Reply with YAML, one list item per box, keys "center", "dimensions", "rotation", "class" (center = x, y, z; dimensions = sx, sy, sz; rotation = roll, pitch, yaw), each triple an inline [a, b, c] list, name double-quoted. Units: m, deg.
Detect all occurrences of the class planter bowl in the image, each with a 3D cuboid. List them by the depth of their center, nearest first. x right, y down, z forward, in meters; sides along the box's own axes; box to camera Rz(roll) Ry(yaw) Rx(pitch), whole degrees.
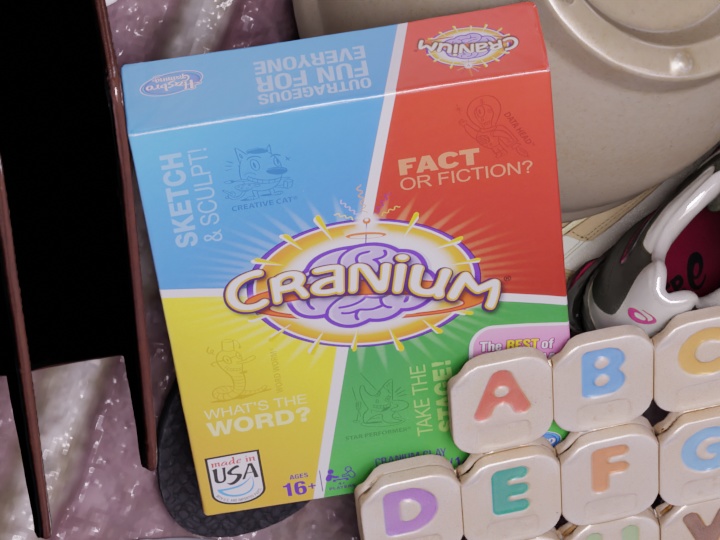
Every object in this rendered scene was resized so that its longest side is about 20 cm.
- center: [0.088, -0.123, 1.150]
  dimensions: [0.200, 0.135, 0.201]
  rotation: [2, 85, -21]
  class: "planter bowl"

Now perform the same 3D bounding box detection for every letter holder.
- center: [-0.125, 0.011, 1.062]
  dimensions: [0.100, 0.142, 0.200]
  rotation: [-9, 135, -8]
  class: "letter holder"

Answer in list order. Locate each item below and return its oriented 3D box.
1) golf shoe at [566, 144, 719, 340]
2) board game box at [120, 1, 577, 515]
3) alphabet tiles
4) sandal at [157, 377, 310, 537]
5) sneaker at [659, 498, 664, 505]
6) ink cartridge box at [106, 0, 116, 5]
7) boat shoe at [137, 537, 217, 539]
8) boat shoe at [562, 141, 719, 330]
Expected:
- center: [0.170, -0.028, 1.194]
  dimensions: [0.077, 0.088, 0.200]
  rotation: [46, 70, 3]
  class: "golf shoe"
- center: [0.000, 0.000, 1.120]
  dimensions: [0.153, 0.040, 0.200]
  rotation: [-9, 133, -1]
  class: "board game box"
- center: [0.098, 0.096, 1.188]
  dimensions: [0.199, 0.015, 0.196]
  rotation: [-11, 134, -6]
  class: "alphabet tiles"
- center: [-0.038, 0.018, 1.202]
  dimensions: [0.075, 0.045, 0.200]
  rotation: [5, 117, -10]
  class: "sandal"
- center: [0.169, 0.049, 1.292]
  dimensions: [0.074, 0.089, 0.200]
  rotation: [20, 100, -4]
  class: "sneaker"
- center: [-0.160, -0.162, 1.094]
  dimensions: [0.200, 0.068, 0.115]
  rotation: [8, 99, -26]
  class: "ink cartridge box"
- center: [-0.044, 0.148, 1.230]
  dimensions: [0.199, 0.065, 0.074]
  rotation: [-7, 107, -23]
  class: "boat shoe"
- center: [0.079, -0.009, 1.249]
  dimensions: [0.200, 0.074, 0.066]
  rotation: [-30, 88, -20]
  class: "boat shoe"
